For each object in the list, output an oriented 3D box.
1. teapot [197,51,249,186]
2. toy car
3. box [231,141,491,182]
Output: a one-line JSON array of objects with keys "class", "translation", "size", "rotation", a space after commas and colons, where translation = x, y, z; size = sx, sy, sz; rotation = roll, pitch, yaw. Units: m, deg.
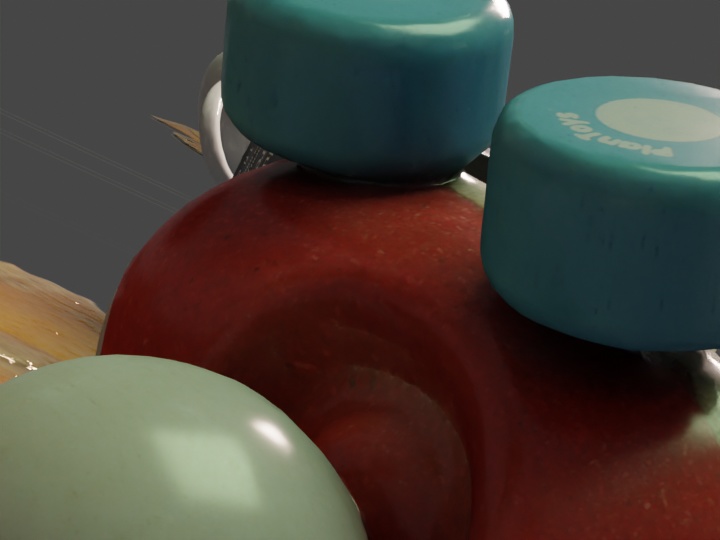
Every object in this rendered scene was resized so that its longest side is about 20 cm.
[{"class": "teapot", "translation": [-0.044, -0.094, 2.086], "size": [0.199, 0.147, 0.197], "rotation": [7, -18, -11]}, {"class": "toy car", "translation": [-0.035, 0.051, 0.502], "size": [0.199, 0.185, 0.177], "rotation": [-11, 28, -35]}, {"class": "box", "translation": [0.000, 0.000, 1.142], "size": [0.107, 0.149, 0.200], "rotation": [27, 4, -15]}]
